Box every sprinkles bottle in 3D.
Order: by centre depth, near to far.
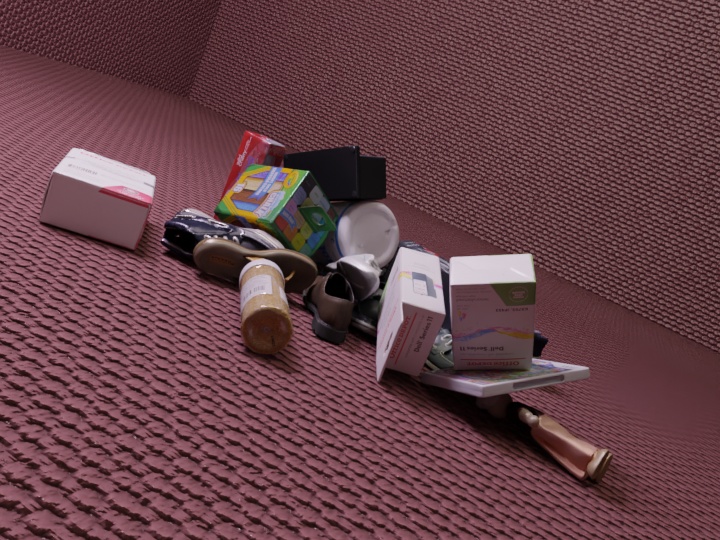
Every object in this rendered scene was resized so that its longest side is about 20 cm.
[{"bbox_3d":[-0.134,0.045,0.931,0.068,0.069,0.200,20,14,-16],"label":"sprinkles bottle"}]

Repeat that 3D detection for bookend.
[{"bbox_3d":[-0.011,-0.181,1.296,0.199,0.093,0.198,4,7,44],"label":"bookend"}]

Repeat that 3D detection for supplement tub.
[{"bbox_3d":[-0.029,-0.068,1.311,0.131,0.133,0.199,15,-6,-31],"label":"supplement tub"}]

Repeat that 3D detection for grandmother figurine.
[{"bbox_3d":[0.247,0.218,0.944,0.199,0.061,0.121,29,-14,36],"label":"grandmother figurine"}]

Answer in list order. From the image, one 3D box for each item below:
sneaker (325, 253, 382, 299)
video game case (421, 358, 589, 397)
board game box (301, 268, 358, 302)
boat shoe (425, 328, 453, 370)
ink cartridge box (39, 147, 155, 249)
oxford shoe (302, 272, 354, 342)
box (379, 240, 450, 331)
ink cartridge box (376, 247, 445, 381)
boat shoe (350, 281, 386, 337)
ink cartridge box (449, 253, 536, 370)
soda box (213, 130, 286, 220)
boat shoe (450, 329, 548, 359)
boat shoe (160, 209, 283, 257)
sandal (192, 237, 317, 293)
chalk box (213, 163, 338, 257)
[{"bbox_3d":[0.000,0.000,1.122,0.080,0.071,0.200,-23,9,-14],"label":"sneaker"},{"bbox_3d":[0.209,0.152,0.979,0.198,0.018,0.143,-3,1,-29],"label":"video game case"},{"bbox_3d":[-0.059,0.025,1.260,0.199,0.020,0.103,12,18,-42],"label":"board game box"},{"bbox_3d":[0.130,0.120,1.107,0.072,0.062,0.200,14,17,-44],"label":"boat shoe"},{"bbox_3d":[-0.408,-0.118,1.067,0.145,0.085,0.200,19,15,-20],"label":"ink cartridge box"},{"bbox_3d":[-0.044,0.040,1.080,0.072,0.085,0.200,17,12,-19],"label":"oxford shoe"},{"bbox_3d":[0.138,0.025,1.378,0.181,0.105,0.200,30,10,11],"label":"box"},{"bbox_3d":[0.072,0.068,0.986,0.067,0.118,0.201,16,30,-6],"label":"ink cartridge box"},{"bbox_3d":[0.024,0.063,1.156,0.074,0.063,0.200,26,14,3],"label":"boat shoe"},{"bbox_3d":[0.188,0.078,0.966,0.116,0.201,0.068,-3,36,8],"label":"ink cartridge box"},{"bbox_3d":[-0.221,-0.167,1.335,0.070,0.201,0.063,29,13,23],"label":"soda box"},{"bbox_3d":[0.243,0.126,1.217,0.199,0.093,0.075,19,13,-20],"label":"boat shoe"},{"bbox_3d":[-0.224,-0.036,1.087,0.198,0.075,0.093,18,20,6],"label":"boat shoe"},{"bbox_3d":[-0.163,0.002,1.052,0.199,0.081,0.054,14,33,-25],"label":"sandal"},{"bbox_3d":[-0.132,-0.096,1.190,0.199,0.124,0.125,14,-29,40],"label":"chalk box"}]
